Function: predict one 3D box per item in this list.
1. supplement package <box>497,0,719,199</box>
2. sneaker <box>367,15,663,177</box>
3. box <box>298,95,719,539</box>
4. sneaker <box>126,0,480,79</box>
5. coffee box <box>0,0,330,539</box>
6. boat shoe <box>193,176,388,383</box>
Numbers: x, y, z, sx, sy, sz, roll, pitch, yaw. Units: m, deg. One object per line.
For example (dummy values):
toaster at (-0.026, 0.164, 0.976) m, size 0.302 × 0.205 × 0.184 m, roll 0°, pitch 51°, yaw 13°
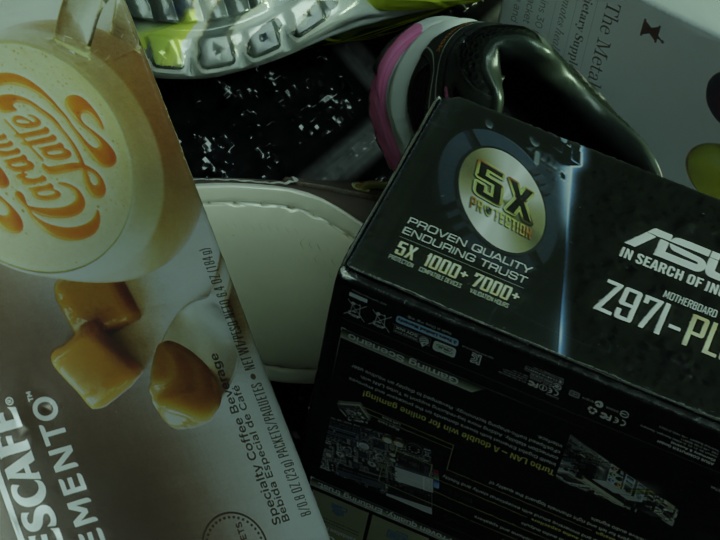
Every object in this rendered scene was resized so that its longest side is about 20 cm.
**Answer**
supplement package at (0.158, -0.057, 0.852) m, size 0.200 × 0.114 × 0.110 m, roll 29°, pitch 43°, yaw 23°
sneaker at (0.080, -0.001, 0.782) m, size 0.080 × 0.086 × 0.200 m, roll -45°, pitch 101°, yaw -13°
box at (0.088, 0.059, 0.731) m, size 0.200 × 0.164 × 0.086 m, roll 22°, pitch 49°, yaw 9°
sneaker at (-0.030, -0.107, 0.867) m, size 0.200 × 0.085 × 0.075 m, roll -8°, pitch 85°, yaw -12°
coffee box at (-0.104, 0.019, 0.723) m, size 0.114 × 0.080 × 0.200 m, roll -13°, pitch 77°, yaw -34°
boat shoe at (0.000, 0.000, 0.841) m, size 0.200 × 0.072 × 0.060 m, roll 8°, pitch 23°, yaw -17°
